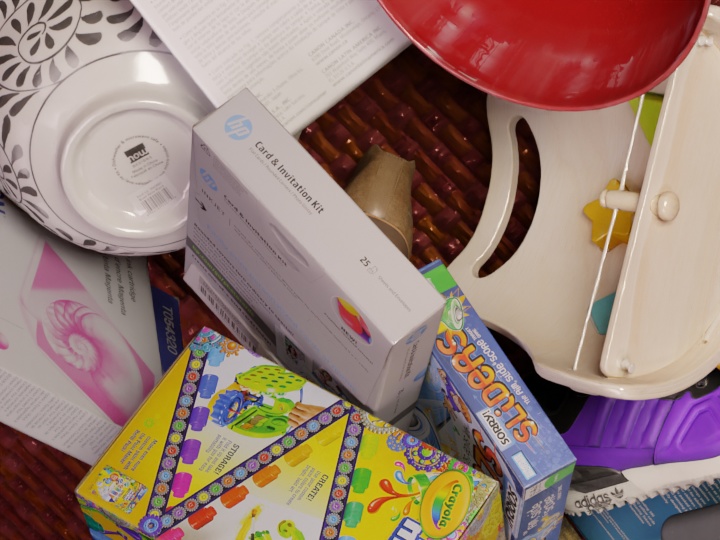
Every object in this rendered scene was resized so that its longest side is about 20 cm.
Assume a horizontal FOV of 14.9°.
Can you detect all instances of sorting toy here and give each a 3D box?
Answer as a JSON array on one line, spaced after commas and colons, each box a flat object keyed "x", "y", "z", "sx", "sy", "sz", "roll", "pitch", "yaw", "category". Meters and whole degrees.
[{"x": 0.121, "y": -0.034, "z": 1.445, "sx": 0.180, "sy": 0.201, "sz": 0.107, "roll": 10, "pitch": 173, "yaw": 43, "category": "sorting toy"}]

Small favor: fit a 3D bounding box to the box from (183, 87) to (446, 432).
[{"x": -0.030, "y": 0.010, "z": 1.462, "sx": 0.156, "sy": 0.041, "sz": 0.200, "roll": 47, "pitch": 162, "yaw": 14, "category": "box"}]

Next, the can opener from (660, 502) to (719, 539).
[{"x": 0.244, "y": 0.110, "z": 1.474, "sx": 0.200, "sy": 0.053, "sz": 0.067, "roll": -21, "pitch": 78, "yaw": 43, "category": "can opener"}]

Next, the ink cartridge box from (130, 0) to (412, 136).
[{"x": -0.050, "y": -0.185, "z": 1.444, "sx": 0.162, "sy": 0.057, "sz": 0.200, "roll": -37, "pitch": 96, "yaw": 12, "category": "ink cartridge box"}]

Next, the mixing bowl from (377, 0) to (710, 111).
[{"x": 0.101, "y": -0.189, "z": 1.346, "sx": 0.199, "sy": 0.108, "sz": 0.201, "roll": 19, "pitch": 132, "yaw": 22, "category": "mixing bowl"}]

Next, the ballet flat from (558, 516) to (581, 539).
[{"x": 0.077, "y": 0.125, "z": 1.638, "sx": 0.200, "sy": 0.070, "sz": 0.071, "roll": 59, "pitch": 141, "yaw": 21, "category": "ballet flat"}]

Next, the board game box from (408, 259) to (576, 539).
[{"x": 0.061, "y": 0.097, "z": 1.509, "sx": 0.136, "sy": 0.034, "sz": 0.200, "roll": 56, "pitch": 164, "yaw": 23, "category": "board game box"}]

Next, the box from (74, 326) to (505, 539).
[{"x": -0.029, "y": 0.166, "z": 1.499, "sx": 0.192, "sy": 0.122, "sz": 0.200, "roll": 27, "pitch": 153, "yaw": 22, "category": "box"}]

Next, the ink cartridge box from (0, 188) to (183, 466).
[{"x": -0.162, "y": 0.030, "z": 1.613, "sx": 0.200, "sy": 0.197, "sz": 0.043, "roll": 29, "pitch": 121, "yaw": -33, "category": "ink cartridge box"}]

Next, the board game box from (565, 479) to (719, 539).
[{"x": 0.195, "y": 0.100, "z": 1.558, "sx": 0.200, "sy": 0.047, "sz": 0.151, "roll": -27, "pitch": 106, "yaw": 44, "category": "board game box"}]

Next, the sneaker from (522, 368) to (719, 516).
[{"x": 0.160, "y": 0.062, "z": 1.468, "sx": 0.200, "sy": 0.070, "sz": 0.100, "roll": -23, "pitch": 99, "yaw": 40, "category": "sneaker"}]

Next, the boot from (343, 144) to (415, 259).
[{"x": 0.000, "y": 0.000, "z": 1.608, "sx": 0.073, "sy": 0.076, "sz": 0.200, "roll": 19, "pitch": 150, "yaw": -2, "category": "boot"}]

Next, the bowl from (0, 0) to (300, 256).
[{"x": -0.124, "y": -0.078, "z": 1.533, "sx": 0.200, "sy": 0.094, "sz": 0.201, "roll": -3, "pitch": 122, "yaw": -4, "category": "bowl"}]
